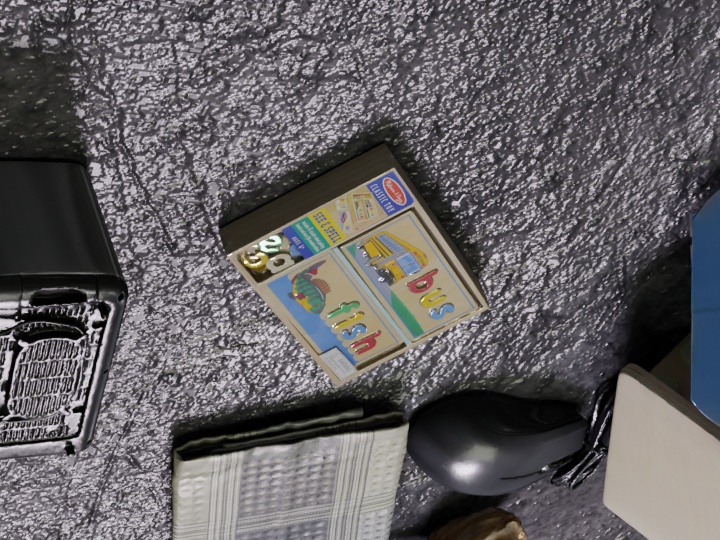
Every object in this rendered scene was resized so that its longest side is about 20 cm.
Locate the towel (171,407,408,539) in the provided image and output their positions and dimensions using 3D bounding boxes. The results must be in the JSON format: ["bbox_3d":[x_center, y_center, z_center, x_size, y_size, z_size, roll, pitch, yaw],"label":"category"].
[{"bbox_3d":[-0.059,0.177,1.797,0.191,0.035,0.201,-7,144,-13],"label":"towel"}]

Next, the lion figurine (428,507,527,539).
[{"bbox_3d":[0.079,0.270,1.955,0.122,0.073,0.200,-26,159,-14],"label":"lion figurine"}]

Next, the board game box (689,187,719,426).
[{"bbox_3d":[0.296,0.020,1.697,0.157,0.039,0.202,-6,100,-32],"label":"board game box"}]

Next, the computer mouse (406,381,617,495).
[{"bbox_3d":[0.131,0.144,1.821,0.199,0.053,0.139,3,138,-28],"label":"computer mouse"}]

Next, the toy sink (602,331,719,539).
[{"bbox_3d":[0.280,0.135,1.793,0.112,0.130,0.201,-41,151,-25],"label":"toy sink"}]

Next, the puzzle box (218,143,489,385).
[{"bbox_3d":[0.000,0.000,1.600,0.132,0.026,0.200,-28,143,8],"label":"puzzle box"}]

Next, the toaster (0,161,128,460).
[{"bbox_3d":[-0.252,0.028,1.435,0.179,0.119,0.201,-5,141,-21],"label":"toaster"}]
